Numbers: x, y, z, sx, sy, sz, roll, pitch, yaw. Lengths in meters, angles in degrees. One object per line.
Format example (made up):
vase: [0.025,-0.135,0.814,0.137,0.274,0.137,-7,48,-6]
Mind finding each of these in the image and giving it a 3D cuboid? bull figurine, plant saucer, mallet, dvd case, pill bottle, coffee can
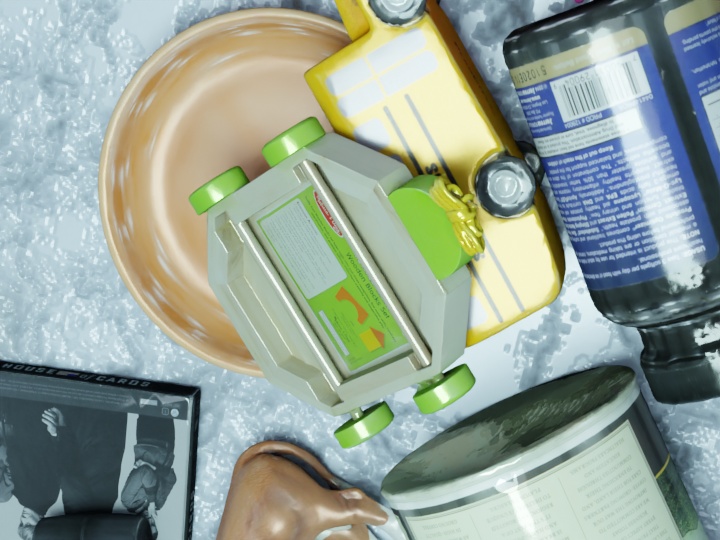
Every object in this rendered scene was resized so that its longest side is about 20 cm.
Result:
bull figurine: [-0.048,0.199,0.981,0.121,0.065,0.201,16,96,2]
plant saucer: [-0.044,-0.042,0.956,0.199,0.037,0.202,2,101,11]
mallet: [-0.155,0.232,1.008,0.065,0.041,0.201,5,106,8]
dvd case: [-0.172,0.158,1.026,0.149,0.025,0.201,7,103,10]
pill bottle: [0.154,-0.041,0.878,0.111,0.112,0.201,-19,97,14]
coffee can: [0.116,0.171,0.908,0.146,0.146,0.201,-24,95,14]

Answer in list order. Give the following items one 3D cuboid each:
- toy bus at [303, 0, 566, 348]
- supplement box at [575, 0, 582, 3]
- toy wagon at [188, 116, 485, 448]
toy bus: [0.036,-0.069,0.883,0.078,0.065,0.201,-29,95,15]
supplement box: [0.137,-0.238,0.818,0.101,0.103,0.200,42,84,1]
toy wagon: [0.000,0.000,0.867,0.200,0.040,0.156,-28,95,48]
